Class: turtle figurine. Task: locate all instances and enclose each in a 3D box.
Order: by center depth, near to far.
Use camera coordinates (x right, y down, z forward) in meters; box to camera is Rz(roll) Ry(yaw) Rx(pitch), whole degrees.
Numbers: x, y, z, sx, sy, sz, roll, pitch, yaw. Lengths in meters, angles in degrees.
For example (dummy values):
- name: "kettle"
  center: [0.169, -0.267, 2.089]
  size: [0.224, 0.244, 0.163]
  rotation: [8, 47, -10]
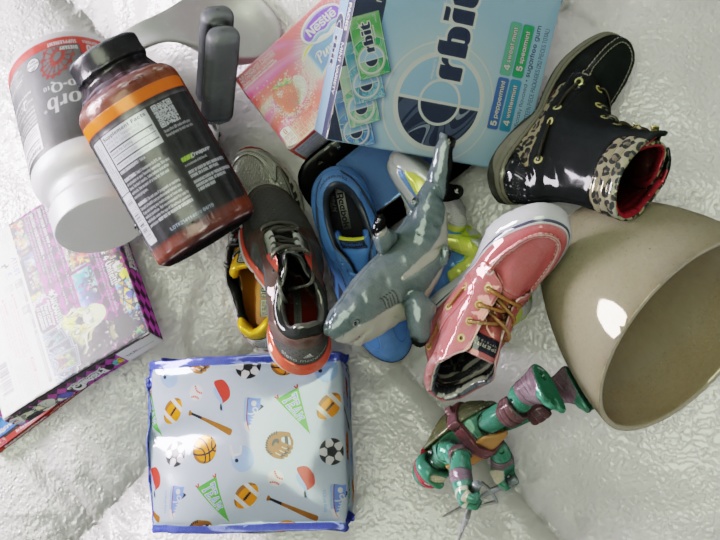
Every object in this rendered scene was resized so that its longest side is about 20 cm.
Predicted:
- name: "turtle figurine"
  center: [0.111, 0.161, 1.169]
  size: [0.200, 0.149, 0.101]
  rotation: [-44, 81, 25]

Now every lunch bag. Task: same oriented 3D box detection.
- name: "lunch bag"
  center: [-0.107, 0.164, 1.247]
  size: [0.196, 0.124, 0.173]
  rotation: [-4, 83, 4]

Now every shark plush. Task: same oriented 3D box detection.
- name: "shark plush"
  center: [0.042, -0.020, 1.147]
  size: [0.202, 0.083, 0.091]
  rotation: [-59, 33, 12]

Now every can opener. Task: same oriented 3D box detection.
- name: "can opener"
  center: [-0.157, -0.167, 1.258]
  size: [0.066, 0.201, 0.054]
  rotation: [-9, 56, -16]

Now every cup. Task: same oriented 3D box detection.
- name: "cup"
  center: [0.241, 0.018, 1.153]
  size: [0.201, 0.200, 0.143]
  rotation: [-49, 51, 5]

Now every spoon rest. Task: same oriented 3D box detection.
- name: "spoon rest"
  center: [-0.167, -0.229, 1.284]
  size: [0.198, 0.061, 0.100]
  rotation: [-26, 68, -27]

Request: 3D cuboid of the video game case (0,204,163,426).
- name: "video game case"
  center: [-0.309, 0.028, 1.327]
  size: [0.180, 0.036, 0.202]
  rotation: [-31, 63, 10]

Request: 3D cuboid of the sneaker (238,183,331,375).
- name: "sneaker"
  center: [-0.062, -0.008, 1.193]
  size: [0.076, 0.082, 0.202]
  rotation: [-10, 59, -14]

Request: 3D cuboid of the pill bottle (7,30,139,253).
- name: "pill bottle"
  center: [-0.276, -0.127, 1.290]
  size: [0.115, 0.116, 0.202]
  rotation: [-26, 62, 11]

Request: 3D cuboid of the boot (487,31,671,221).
- name: "boot"
  center: [0.223, -0.127, 1.159]
  size: [0.153, 0.074, 0.204]
  rotation: [17, 61, 49]

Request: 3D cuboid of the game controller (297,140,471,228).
- name: "game controller"
  center: [0.037, -0.113, 1.262]
  size: [0.199, 0.042, 0.105]
  rotation: [-37, 112, 8]

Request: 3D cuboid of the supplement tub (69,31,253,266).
- name: "supplement tub"
  center: [-0.187, -0.114, 1.193]
  size: [0.106, 0.107, 0.202]
  rotation: [-29, 90, 10]

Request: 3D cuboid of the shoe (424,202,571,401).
- name: "shoe"
  center: [0.117, 0.032, 1.123]
  size: [0.071, 0.200, 0.092]
  rotation: [21, 47, -21]

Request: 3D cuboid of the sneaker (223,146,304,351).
- name: "sneaker"
  center: [-0.096, -0.023, 1.279]
  size: [0.077, 0.082, 0.204]
  rotation: [-10, 83, 13]

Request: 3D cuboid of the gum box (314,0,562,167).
- name: "gum box"
  center: [0.071, -0.190, 1.183]
  size: [0.197, 0.045, 0.173]
  rotation: [7, 105, -22]

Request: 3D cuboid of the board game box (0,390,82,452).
- name: "board game box"
  center: [-0.333, 0.093, 1.362]
  size: [0.199, 0.019, 0.104]
  rotation: [-36, 77, 9]

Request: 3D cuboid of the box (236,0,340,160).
- name: "box"
  center: [-0.009, -0.206, 1.263]
  size: [0.199, 0.103, 0.095]
  rotation: [-41, 78, 8]

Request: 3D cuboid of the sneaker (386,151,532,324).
- name: "sneaker"
  center: [0.069, -0.013, 1.230]
  size: [0.105, 0.076, 0.201]
  rotation: [-39, 90, 14]

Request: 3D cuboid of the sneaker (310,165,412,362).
- name: "sneaker"
  center: [0.000, 0.000, 1.234]
  size: [0.065, 0.079, 0.203]
  rotation: [-18, 102, 3]
